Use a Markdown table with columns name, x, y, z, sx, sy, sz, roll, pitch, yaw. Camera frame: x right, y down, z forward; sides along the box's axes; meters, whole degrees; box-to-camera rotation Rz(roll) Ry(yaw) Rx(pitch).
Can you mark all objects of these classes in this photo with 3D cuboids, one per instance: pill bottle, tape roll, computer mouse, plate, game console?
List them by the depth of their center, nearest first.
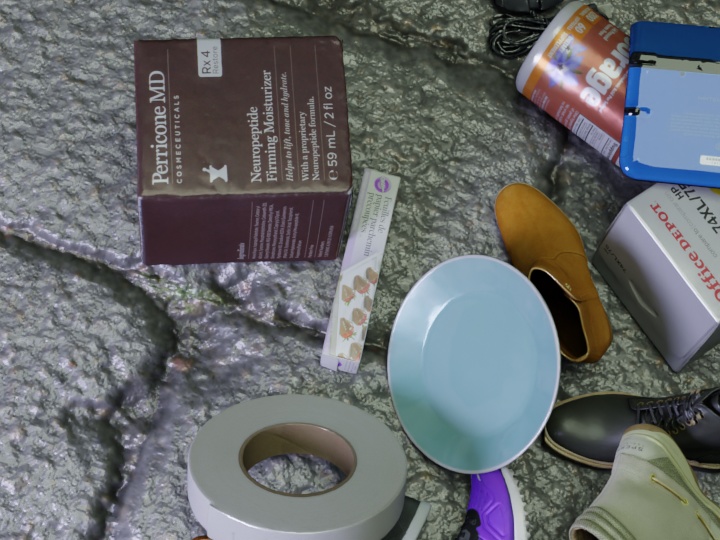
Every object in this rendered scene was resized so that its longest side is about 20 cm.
| name | x | y | z | sx | sy | sz | roll | pitch | yaw |
| --- | --- | --- | --- | --- | --- | --- | --- | --- | --- |
| tape roll | -0.057 | 0.182 | 1.381 | 0.200 | 0.037 | 0.204 | 4 | 30 | -2 |
| plate | 0.108 | 0.087 | 1.444 | 0.025 | 0.199 | 0.202 | 5 | 61 | -49 |
| game console | 0.352 | -0.159 | 1.485 | 0.197 | 0.118 | 0.173 | 6 | 87 | 8 |
| pill bottle | 0.266 | -0.174 | 1.576 | 0.199 | 0.112 | 0.112 | 37 | 69 | 9 |
| computer mouse | 0.182 | -0.335 | 1.661 | 0.137 | 0.053 | 0.202 | -13 | 71 | -10 |

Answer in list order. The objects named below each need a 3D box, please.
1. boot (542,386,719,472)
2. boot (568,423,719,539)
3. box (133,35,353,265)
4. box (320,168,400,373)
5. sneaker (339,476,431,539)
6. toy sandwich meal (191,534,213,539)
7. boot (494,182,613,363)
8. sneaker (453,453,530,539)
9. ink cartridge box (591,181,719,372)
| name | x | y | z | sx | sy | sz | roll | pitch | yaw |
| --- | --- | --- | --- | --- | --- | --- | --- | --- | --- |
| boot | 0.278 | 0.134 | 1.447 | 0.197 | 0.139 | 0.079 | 1 | 69 | -5 |
| boot | 0.272 | 0.260 | 1.388 | 0.201 | 0.072 | 0.155 | 54 | 46 | -12 |
| box | -0.114 | -0.112 | 1.480 | 0.197 | 0.165 | 0.168 | -2 | 69 | -7 |
| box | 0.000 | 0.000 | 1.518 | 0.038 | 0.042 | 0.202 | 13 | 69 | -2 |
| sneaker | -0.016 | 0.267 | 1.384 | 0.098 | 0.071 | 0.201 | 25 | 46 | 8 |
| toy sandwich meal | -0.136 | 0.328 | 1.352 | 0.202 | 0.070 | 0.208 | -1 | 101 | -6 |
| boot | 0.179 | -0.004 | 1.481 | 0.070 | 0.144 | 0.203 | -33 | 77 | 14 |
| sneaker | 0.104 | 0.266 | 1.413 | 0.098 | 0.070 | 0.203 | -5 | 69 | -6 |
| ink cartridge box | 0.357 | -0.029 | 1.514 | 0.199 | 0.146 | 0.147 | -32 | 75 | -17 |
